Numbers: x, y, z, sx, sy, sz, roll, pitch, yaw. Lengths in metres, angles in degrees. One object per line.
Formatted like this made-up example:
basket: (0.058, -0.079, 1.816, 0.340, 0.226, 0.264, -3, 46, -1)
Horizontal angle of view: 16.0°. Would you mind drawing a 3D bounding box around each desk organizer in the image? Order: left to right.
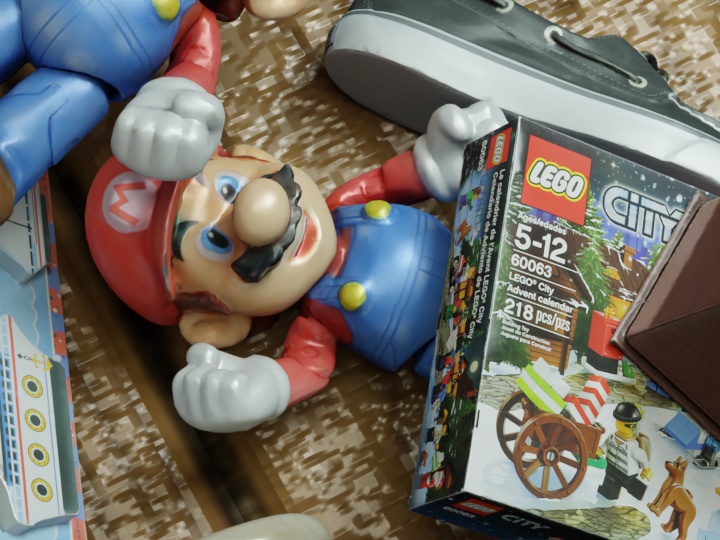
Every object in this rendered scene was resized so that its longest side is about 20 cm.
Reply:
desk organizer: (0.190, 0.054, 0.876, 0.200, 0.077, 0.072, 42, 60, -15)

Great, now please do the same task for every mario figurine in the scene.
mario figurine: (-0.081, -0.107, 0.875, 0.200, 0.106, 0.123, -41, 117, -14)
mario figurine: (0.000, 0.000, 0.914, 0.200, 0.106, 0.123, 16, 34, -8)

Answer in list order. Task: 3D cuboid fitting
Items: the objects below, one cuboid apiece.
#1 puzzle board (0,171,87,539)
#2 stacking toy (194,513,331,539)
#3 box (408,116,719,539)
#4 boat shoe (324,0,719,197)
puzzle board: (-0.160, 0.014, 0.876, 0.151, 0.017, 0.200, 19, 48, -38)
stacking toy: (-0.018, 0.187, 0.861, 0.085, 0.085, 0.200, -19, 76, -12)
box: (0.119, 0.044, 0.906, 0.200, 0.038, 0.137, 20, 67, -25)
boat shoe: (0.085, -0.064, 0.971, 0.200, 0.069, 0.057, 24, 68, 6)
